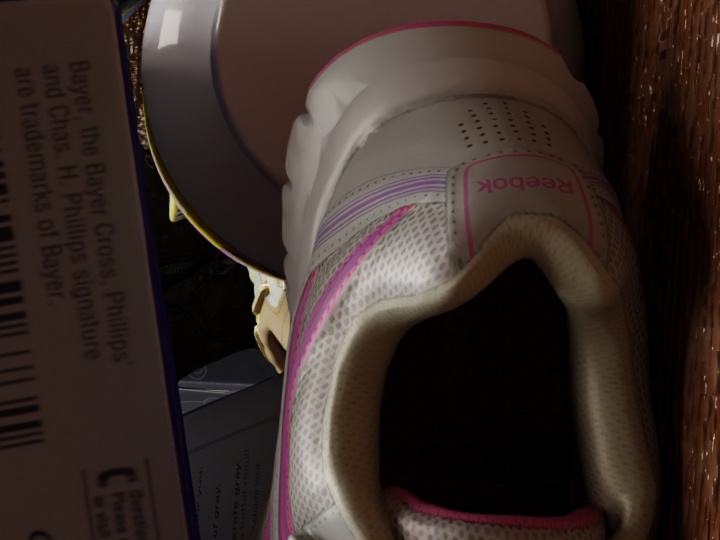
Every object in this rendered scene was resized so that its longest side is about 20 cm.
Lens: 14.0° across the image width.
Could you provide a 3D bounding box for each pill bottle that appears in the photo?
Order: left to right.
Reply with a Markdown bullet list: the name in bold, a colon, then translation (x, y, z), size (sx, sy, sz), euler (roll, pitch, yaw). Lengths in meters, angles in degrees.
- **pill bottle**: translation (-0.002, -0.047, 0.718), size (0.200, 0.104, 0.105), euler (180, 94, -86)

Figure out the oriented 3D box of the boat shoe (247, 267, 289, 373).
- **boat shoe**: translation (0.000, 0.000, 0.965), size (0.200, 0.074, 0.067), euler (107, 153, -80)

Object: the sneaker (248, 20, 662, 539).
- **sneaker**: translation (0.014, 0.058, 0.568), size (0.088, 0.081, 0.201), euler (-110, 19, -72)

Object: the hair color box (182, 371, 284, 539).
- **hair color box**: translation (-0.028, 0.090, 0.747), size (0.200, 0.060, 0.101), euler (-24, 59, 57)

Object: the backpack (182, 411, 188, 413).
- **backpack**: translation (-0.083, 0.163, 1.328), size (0.176, 0.152, 0.201), euler (-96, 0, -54)

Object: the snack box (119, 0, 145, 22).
- **snack box**: translation (-0.032, -0.144, 0.760), size (0.200, 0.068, 0.169), euler (-46, 5, 0)

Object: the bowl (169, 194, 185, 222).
- **bowl**: translation (-0.018, -0.115, 1.065), size (0.201, 0.094, 0.202), euler (-177, 90, -85)

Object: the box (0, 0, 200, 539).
- **box**: translation (-0.113, 0.040, 0.669), size (0.200, 0.104, 0.185), euler (175, 86, -71)

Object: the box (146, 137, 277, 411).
- **box**: translation (-0.077, 0.003, 1.715), size (0.122, 0.105, 0.201), euler (100, 172, -62)

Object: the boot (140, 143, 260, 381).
- **boot**: translation (-0.069, -0.038, 1.200), size (0.069, 0.174, 0.201), euler (18, 124, 45)
